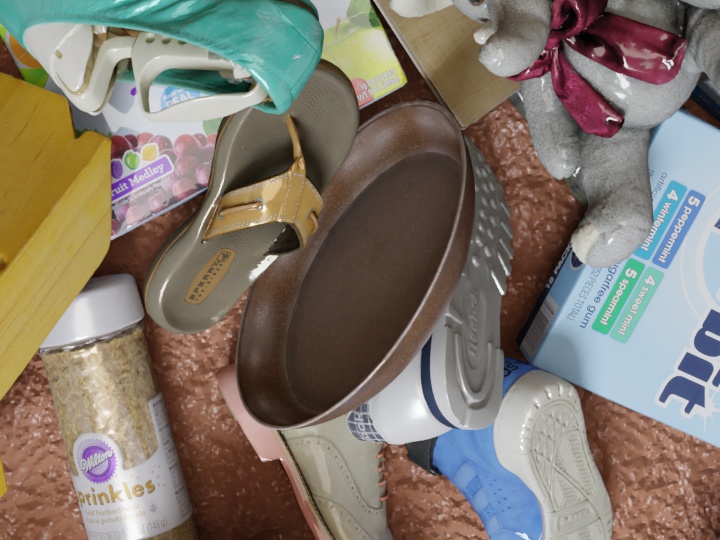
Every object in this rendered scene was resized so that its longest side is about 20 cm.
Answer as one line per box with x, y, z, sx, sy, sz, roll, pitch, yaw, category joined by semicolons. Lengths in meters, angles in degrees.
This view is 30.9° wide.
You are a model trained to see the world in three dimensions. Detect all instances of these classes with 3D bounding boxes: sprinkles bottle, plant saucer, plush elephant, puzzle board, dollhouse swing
-0.144;0.106;0.783;0.068;0.068;0.202;-14;97;-2;sprinkles bottle
0.000;0.000;0.726;0.032;0.200;0.201;29;94;-28;plant saucer
0.108;-0.134;0.684;0.153;0.165;0.202;15;51;-25;plush elephant
0.093;-0.200;0.771;0.199;0.017;0.151;-36;97;-14;puzzle board
-0.246;0.004;0.747;0.198;0.177;0.183;21;59;19;dollhouse swing

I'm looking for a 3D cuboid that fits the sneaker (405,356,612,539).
0.087;0.126;0.805;0.077;0.111;0.201;-40;133;-25;sneaker

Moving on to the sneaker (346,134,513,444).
0.037;0.006;0.752;0.080;0.201;0.076;-20;132;35;sneaker

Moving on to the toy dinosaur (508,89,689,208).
0.142;-0.093;0.794;0.088;0.047;0.200;-42;94;8;toy dinosaur

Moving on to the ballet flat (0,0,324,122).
-0.118;-0.114;0.679;0.198;0.067;0.071;8;67;17;ballet flat

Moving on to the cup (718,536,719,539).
0.273;0.218;0.779;0.142;0.200;0.202;23;95;23;cup

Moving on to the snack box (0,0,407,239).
-0.092;-0.128;0.769;0.199;0.053;0.143;-28;96;-1;snack box

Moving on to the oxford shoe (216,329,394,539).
-0.006;0.127;0.794;0.073;0.071;0.201;-34;97;-2;oxford shoe

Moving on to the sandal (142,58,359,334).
-0.059;-0.030;0.744;0.080;0.054;0.201;15;121;-36;sandal

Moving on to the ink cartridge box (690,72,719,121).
0.263;-0.130;0.719;0.068;0.200;0.115;38;93;-7;ink cartridge box

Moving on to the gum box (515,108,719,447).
0.220;0.015;0.784;0.198;0.045;0.171;24;104;-14;gum box
